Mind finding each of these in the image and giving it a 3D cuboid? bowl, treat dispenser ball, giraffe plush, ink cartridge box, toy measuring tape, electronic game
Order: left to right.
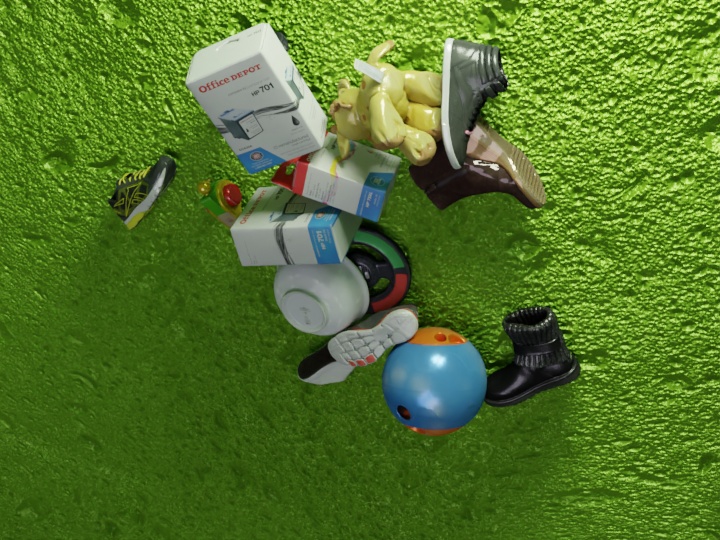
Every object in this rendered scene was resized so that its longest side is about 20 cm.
[{"bbox_3d":[-0.234,-0.115,1.749,0.073,0.074,0.200,-20,139,30],"label":"toy measuring tape"},{"bbox_3d":[-0.165,-0.273,1.496,0.145,0.087,0.201,-17,133,21],"label":"ink cartridge box"},{"bbox_3d":[-0.112,-0.083,1.659,0.197,0.147,0.087,-1,126,20],"label":"ink cartridge box"},{"bbox_3d":[-0.090,0.053,1.750,0.199,0.091,0.203,16,131,19],"label":"bowl"},{"bbox_3d":[-0.042,-0.171,1.589,0.198,0.117,0.068,20,130,4],"label":"ink cartridge box"},{"bbox_3d":[0.000,0.000,1.749,0.197,0.042,0.202,10,127,13],"label":"electronic game"},{"bbox_3d":[0.024,-0.253,1.497,0.199,0.174,0.161,37,151,-23],"label":"giraffe plush"},{"bbox_3d":[0.139,0.208,1.749,0.198,0.202,0.203,10,128,13],"label":"treat dispenser ball"}]

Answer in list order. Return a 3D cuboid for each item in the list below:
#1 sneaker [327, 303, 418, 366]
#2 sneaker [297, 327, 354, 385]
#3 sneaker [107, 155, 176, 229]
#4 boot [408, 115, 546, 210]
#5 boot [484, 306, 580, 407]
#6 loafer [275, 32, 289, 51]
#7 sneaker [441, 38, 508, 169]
[{"bbox_3d":[0.031,0.119,1.761,0.198,0.082,0.078,-22,106,25],"label":"sneaker"},{"bbox_3d":[-0.030,0.176,1.886,0.199,0.074,0.084,-28,143,27],"label":"sneaker"},{"bbox_3d":[-0.422,-0.157,1.763,0.084,0.075,0.200,38,128,-10],"label":"sneaker"},{"bbox_3d":[0.196,-0.149,1.555,0.200,0.073,0.166,46,129,-8],"label":"boot"},{"bbox_3d":[0.293,0.159,1.733,0.209,0.080,0.158,-25,121,21],"label":"boot"},{"bbox_3d":[-0.185,-0.324,1.567,0.070,0.069,0.200,31,128,-33],"label":"loafer"},{"bbox_3d":[0.180,-0.259,1.443,0.098,0.071,0.203,2,100,17],"label":"sneaker"}]
